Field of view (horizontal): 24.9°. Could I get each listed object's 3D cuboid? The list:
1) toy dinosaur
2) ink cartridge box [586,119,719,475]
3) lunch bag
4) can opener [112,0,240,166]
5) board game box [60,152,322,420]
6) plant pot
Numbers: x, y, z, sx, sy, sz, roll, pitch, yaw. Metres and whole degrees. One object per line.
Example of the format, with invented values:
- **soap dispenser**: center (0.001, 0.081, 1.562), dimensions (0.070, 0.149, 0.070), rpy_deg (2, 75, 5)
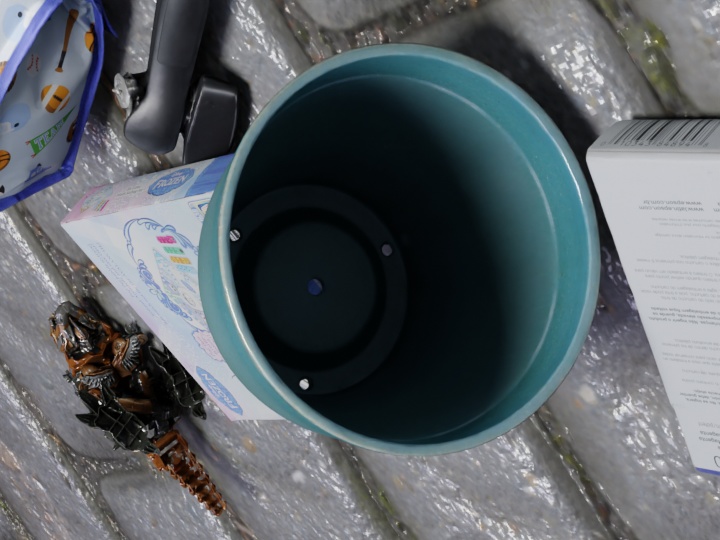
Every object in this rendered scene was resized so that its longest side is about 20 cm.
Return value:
- **toy dinosaur**: center (-0.171, 0.103, 1.291), dimensions (0.199, 0.103, 0.136), rpy_deg (32, 162, -6)
- **ink cartridge box**: center (0.222, 0.021, 0.779), dimensions (0.195, 0.043, 0.201), rpy_deg (5, 129, 45)
- **lunch bag**: center (-0.254, -0.162, 1.070), dimensions (0.170, 0.124, 0.201), rpy_deg (42, 139, 15)
- **can opener**: center (-0.110, -0.145, 0.995), dimensions (0.201, 0.078, 0.064), rpy_deg (103, 158, -47)
- **board game box**: center (-0.081, 0.018, 1.094), dimensions (0.198, 0.043, 0.201), rpy_deg (-7, 128, 51)
- **plant pot**: center (0.000, 0.000, 0.882), dimensions (0.201, 0.200, 0.188), rpy_deg (52, 161, -5)
